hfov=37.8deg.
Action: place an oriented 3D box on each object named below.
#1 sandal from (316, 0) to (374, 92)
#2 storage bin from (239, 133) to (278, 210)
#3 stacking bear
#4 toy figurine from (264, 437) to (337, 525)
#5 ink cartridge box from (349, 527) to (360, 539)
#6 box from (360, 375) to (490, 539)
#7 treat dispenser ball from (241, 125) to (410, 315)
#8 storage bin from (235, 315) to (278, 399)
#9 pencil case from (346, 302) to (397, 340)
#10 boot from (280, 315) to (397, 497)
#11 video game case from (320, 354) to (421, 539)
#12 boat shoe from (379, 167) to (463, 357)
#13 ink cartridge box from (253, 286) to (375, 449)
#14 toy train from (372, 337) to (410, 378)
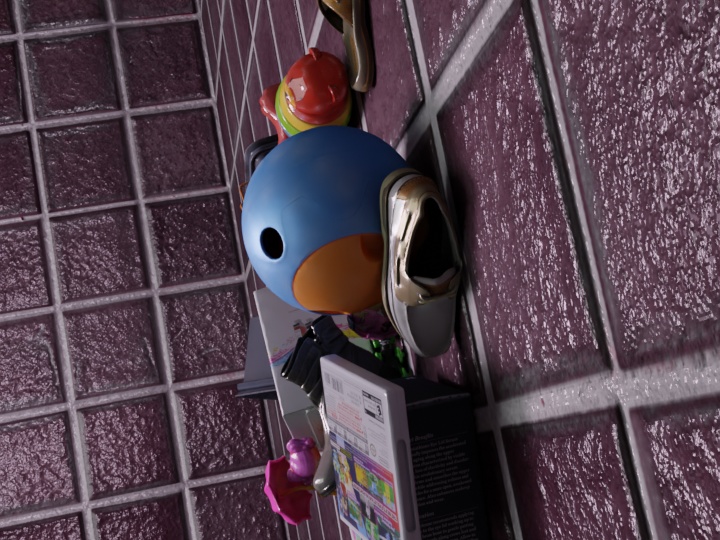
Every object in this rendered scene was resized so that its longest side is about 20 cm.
[{"bbox_3d":[-0.025,-0.317,1.279,0.080,0.053,0.204,-163,64,-78],"label":"sandal"},{"bbox_3d":[-0.119,-0.109,1.746,0.202,0.143,0.135,95,152,-51],"label":"storage bin"},{"bbox_3d":[-0.063,-0.225,1.384,0.200,0.112,0.123,133,118,-78],"label":"stacking bear"},{"bbox_3d":[-0.038,0.274,1.405,0.151,0.181,0.203,-84,-2,-65],"label":"toy figurine"},{"bbox_3d":[0.025,0.416,1.584,0.104,0.058,0.203,100,158,-59],"label":"ink cartridge box"},{"bbox_3d":[0.058,0.226,1.128,0.148,0.103,0.204,-178,79,-72],"label":"box"},{"bbox_3d":[-0.028,-0.053,1.131,0.201,0.197,0.205,171,90,-79],"label":"treat dispenser ball"},{"bbox_3d":[-0.106,0.138,1.727,0.199,0.144,0.137,-14,72,55],"label":"storage bin"},{"bbox_3d":[0.000,0.000,1.341,0.083,0.086,0.201,51,-169,-39],"label":"pencil case"},{"bbox_3d":[-0.046,0.155,1.238,0.068,0.130,0.201,-39,19,49],"label":"boot"},{"bbox_3d":[0.009,0.190,1.058,0.200,0.023,0.186,-167,69,-69],"label":"video game case"},{"bbox_3d":[0.062,0.004,1.040,0.068,0.074,0.203,-138,31,-60],"label":"boat shoe"},{"bbox_3d":[-0.050,0.125,1.467,0.146,0.142,0.202,75,179,-59],"label":"ink cartridge box"},{"bbox_3d":[0.040,0.127,1.348,0.057,0.041,0.203,82,174,-66],"label":"toy train"}]
